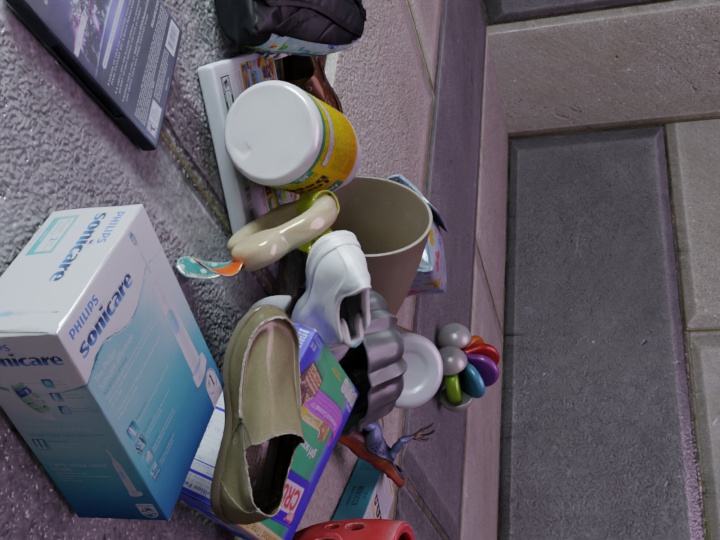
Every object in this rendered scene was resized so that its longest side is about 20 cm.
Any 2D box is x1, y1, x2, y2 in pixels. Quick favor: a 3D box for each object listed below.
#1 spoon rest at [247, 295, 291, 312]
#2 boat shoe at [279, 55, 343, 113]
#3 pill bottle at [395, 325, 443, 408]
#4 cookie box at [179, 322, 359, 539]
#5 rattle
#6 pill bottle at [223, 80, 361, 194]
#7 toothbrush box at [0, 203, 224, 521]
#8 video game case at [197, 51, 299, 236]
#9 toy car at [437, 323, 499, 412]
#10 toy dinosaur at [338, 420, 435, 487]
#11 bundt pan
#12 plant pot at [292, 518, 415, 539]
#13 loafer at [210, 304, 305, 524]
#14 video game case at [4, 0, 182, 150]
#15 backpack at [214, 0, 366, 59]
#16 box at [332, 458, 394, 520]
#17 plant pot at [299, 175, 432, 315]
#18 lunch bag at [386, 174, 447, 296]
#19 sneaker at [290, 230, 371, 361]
[{"bbox_3d":[-0.112,0.119,0.960,0.099,0.060,0.201,-61,157,-58],"label":"spoon rest"},{"bbox_3d":[-0.077,-0.247,1.104,0.068,0.072,0.201,-33,109,-66],"label":"boat shoe"},{"bbox_3d":[0.048,0.141,1.266,0.200,0.112,0.112,-168,-106,-78],"label":"pill bottle"},{"bbox_3d":[-0.093,0.175,0.863,0.200,0.075,0.171,-63,152,-22],"label":"cookie box"},{"bbox_3d":[-0.088,0.007,0.873,0.200,0.130,0.143,-50,137,-52],"label":"rattle"},{"bbox_3d":[-0.067,-0.145,0.954,0.200,0.112,0.113,0,87,-73],"label":"pill bottle"},{"bbox_3d":[-0.192,0.072,0.628,0.147,0.085,0.200,-75,156,-48],"label":"toothbrush box"},{"bbox_3d":[-0.129,-0.156,0.985,0.182,0.023,0.201,-54,137,-64],"label":"video game case"},{"bbox_3d":[0.262,0.235,1.978,0.200,0.150,0.175,-69,151,-53],"label":"toy car"},{"bbox_3d":[0.010,0.271,1.251,0.200,0.105,0.182,-27,108,-34],"label":"toy dinosaur"},{"bbox_3d":[-0.011,0.099,1.028,0.076,0.202,0.203,-13,103,-30],"label":"bundt pan"},{"bbox_3d":[-0.036,0.383,0.924,0.200,0.182,0.201,-4,90,-73],"label":"plant pot"},{"bbox_3d":[-0.082,0.131,0.737,0.076,0.067,0.201,8,86,-46],"label":"loafer"},{"bbox_3d":[-0.219,-0.218,0.707,0.200,0.019,0.143,55,36,-58],"label":"video game case"},{"bbox_3d":[-0.080,-0.325,0.964,0.200,0.154,0.164,-7,91,-37],"label":"backpack"},{"bbox_3d":[0.003,0.379,1.279,0.200,0.049,0.083,-55,138,-64],"label":"box"},{"bbox_3d":[0.000,0.000,1.158,0.188,0.187,0.200,-72,168,-50],"label":"plant pot"},{"bbox_3d":[0.098,-0.067,1.542,0.170,0.127,0.201,47,37,-68],"label":"lunch bag"},{"bbox_3d":[-0.024,0.055,0.865,0.089,0.075,0.200,57,-25,33],"label":"sneaker"}]
